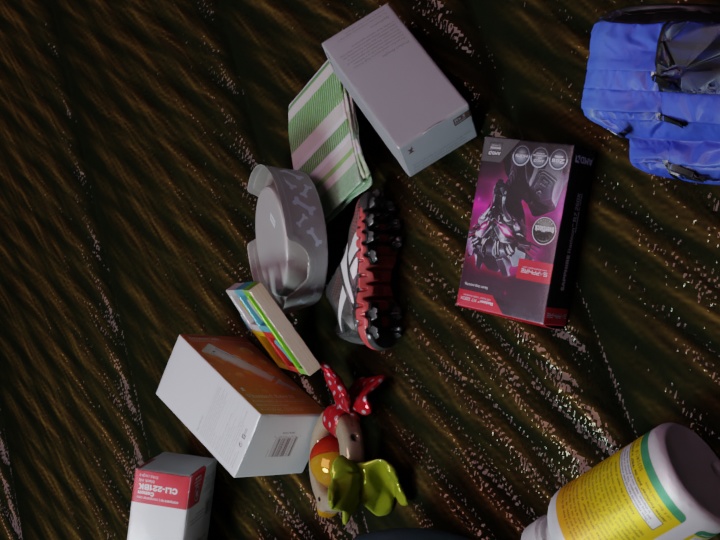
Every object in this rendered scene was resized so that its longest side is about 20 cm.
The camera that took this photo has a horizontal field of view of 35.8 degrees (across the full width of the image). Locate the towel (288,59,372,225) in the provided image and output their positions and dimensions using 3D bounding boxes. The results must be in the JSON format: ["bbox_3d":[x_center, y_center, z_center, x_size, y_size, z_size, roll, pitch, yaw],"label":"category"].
[{"bbox_3d":[-0.045,-0.165,1.459,0.153,0.023,0.200,-39,54,47],"label":"towel"}]

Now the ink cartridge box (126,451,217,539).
[{"bbox_3d":[-0.265,0.366,1.548,0.084,0.144,0.200,6,90,6],"label":"ink cartridge box"}]

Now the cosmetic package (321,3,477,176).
[{"bbox_3d":[0.046,-0.220,1.349,0.102,0.074,0.200,-31,61,-1],"label":"cosmetic package"}]

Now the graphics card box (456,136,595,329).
[{"bbox_3d":[0.183,-0.045,1.241,0.125,0.051,0.200,14,94,44],"label":"graphics card box"}]

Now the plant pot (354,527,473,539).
[{"bbox_3d":[0.089,0.365,1.213,0.135,0.200,0.200,-20,68,3],"label":"plant pot"}]

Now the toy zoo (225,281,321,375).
[{"bbox_3d":[-0.119,0.073,1.446,0.131,0.020,0.200,56,166,-8],"label":"toy zoo"}]

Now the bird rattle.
[{"bbox_3d":[-0.030,0.222,1.387,0.163,0.112,0.200,-51,50,47],"label":"bird rattle"}]

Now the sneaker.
[{"bbox_3d":[0.000,0.000,1.395,0.098,0.071,0.201,-5,82,42],"label":"sneaker"}]

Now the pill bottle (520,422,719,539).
[{"bbox_3d":[0.257,0.244,1.097,0.200,0.113,0.113,-43,58,32],"label":"pill bottle"}]

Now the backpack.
[{"bbox_3d":[0.310,-0.171,1.057,0.200,0.162,0.168,18,102,42],"label":"backpack"}]

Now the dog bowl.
[{"bbox_3d":[-0.096,-0.040,1.450,0.200,0.059,0.200,173,90,-69],"label":"dog bowl"}]

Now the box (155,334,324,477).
[{"bbox_3d":[-0.160,0.178,1.493,0.200,0.124,0.098,37,110,39],"label":"box"}]
